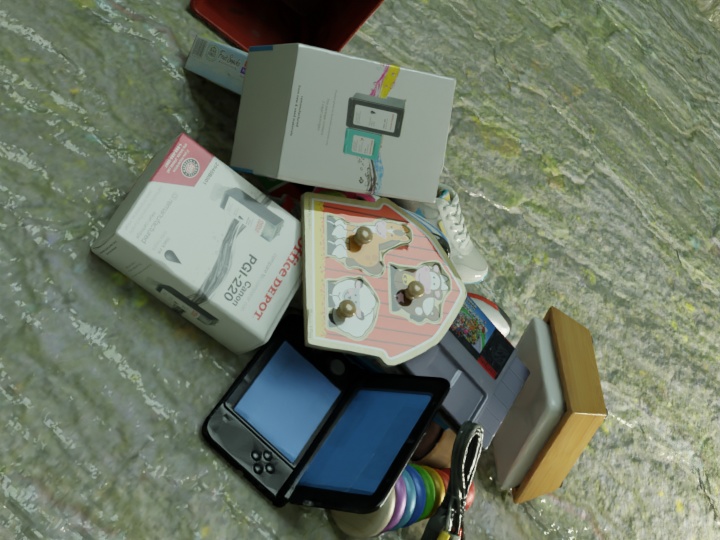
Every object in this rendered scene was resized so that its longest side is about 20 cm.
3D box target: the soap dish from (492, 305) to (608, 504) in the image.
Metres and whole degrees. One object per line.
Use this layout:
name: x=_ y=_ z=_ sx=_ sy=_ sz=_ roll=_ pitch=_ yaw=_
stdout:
soap dish: x=0.226 y=0.167 z=1.470 sx=0.081 sy=0.200 sz=0.158 roll=8 pitch=47 yaw=-12

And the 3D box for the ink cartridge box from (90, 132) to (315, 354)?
ink cartridge box: x=-0.160 y=-0.026 z=1.290 sx=0.200 sy=0.085 sz=0.146 roll=38 pitch=62 yaw=-18

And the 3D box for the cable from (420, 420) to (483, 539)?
cable: x=0.109 y=0.262 z=1.297 sx=0.050 sy=0.200 sz=0.097 roll=26 pitch=7 yaw=34

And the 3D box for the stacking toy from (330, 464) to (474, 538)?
stacking toy: x=0.059 y=0.246 z=1.324 sx=0.200 sy=0.085 sz=0.085 roll=9 pitch=51 yaw=-48

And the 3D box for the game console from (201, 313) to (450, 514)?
game console: x=-0.033 y=0.141 z=1.254 sx=0.176 sy=0.116 sz=0.200 roll=44 pitch=46 yaw=-8

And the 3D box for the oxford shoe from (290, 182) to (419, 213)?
oxford shoe: x=-0.008 y=-0.124 z=1.530 sx=0.200 sy=0.071 sz=0.071 roll=24 pitch=37 yaw=-30

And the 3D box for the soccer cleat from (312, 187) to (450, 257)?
soccer cleat: x=0.021 y=-0.057 z=1.512 sx=0.200 sy=0.070 sz=0.086 roll=27 pitch=13 yaw=-18

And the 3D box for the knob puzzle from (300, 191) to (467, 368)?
knob puzzle: x=0.033 y=0.008 z=1.313 sx=0.219 sy=0.030 sz=0.220 roll=12 pitch=64 yaw=-24

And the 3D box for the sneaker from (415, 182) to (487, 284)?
sneaker: x=0.109 y=-0.064 z=1.663 sx=0.200 sy=0.081 sz=0.077 roll=46 pitch=33 yaw=-8

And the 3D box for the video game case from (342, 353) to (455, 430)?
video game case: x=0.047 y=0.083 z=1.423 sx=0.200 sy=0.018 sz=0.143 roll=36 pitch=40 yaw=-3

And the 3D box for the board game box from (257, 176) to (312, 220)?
board game box: x=-0.052 y=-0.110 z=1.563 sx=0.200 sy=0.040 sz=0.153 roll=54 pitch=35 yaw=7

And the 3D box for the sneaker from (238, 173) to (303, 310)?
sneaker: x=-0.094 y=-0.033 z=1.399 sx=0.200 sy=0.093 sz=0.070 roll=39 pitch=36 yaw=-14

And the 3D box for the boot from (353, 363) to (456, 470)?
boot: x=0.068 y=0.132 z=1.439 sx=0.166 sy=0.072 sz=0.200 roll=36 pitch=41 yaw=-22

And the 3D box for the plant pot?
plant pot: x=-0.093 y=-0.408 z=1.683 sx=0.200 sy=0.200 sz=0.176 roll=36 pitch=25 yaw=-18

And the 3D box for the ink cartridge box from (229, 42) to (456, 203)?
ink cartridge box: x=-0.021 y=-0.164 z=1.360 sx=0.200 sy=0.147 sz=0.146 roll=7 pitch=95 yaw=-28

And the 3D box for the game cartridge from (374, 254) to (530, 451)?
game cartridge: x=0.103 y=0.092 z=1.370 sx=0.200 sy=0.038 sz=0.130 roll=47 pitch=60 yaw=-17

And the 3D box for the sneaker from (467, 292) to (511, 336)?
sneaker: x=0.107 y=0.069 z=1.550 sx=0.201 sy=0.067 sz=0.108 roll=30 pitch=40 yaw=-20

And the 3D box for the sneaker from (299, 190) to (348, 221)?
sneaker: x=0.000 y=0.000 z=1.397 sx=0.200 sy=0.074 sz=0.084 roll=46 pitch=62 yaw=-7

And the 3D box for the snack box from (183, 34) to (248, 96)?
snack box: x=-0.114 y=-0.233 z=1.509 sx=0.142 sy=0.053 sz=0.200 roll=16 pitch=11 yaw=-37
